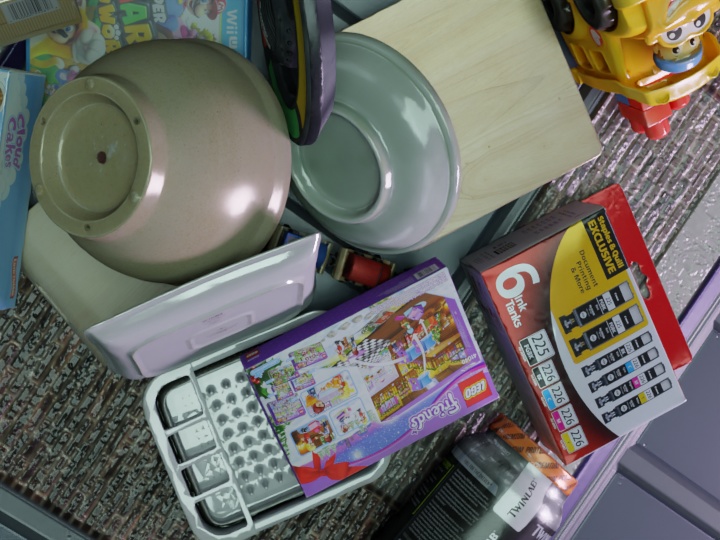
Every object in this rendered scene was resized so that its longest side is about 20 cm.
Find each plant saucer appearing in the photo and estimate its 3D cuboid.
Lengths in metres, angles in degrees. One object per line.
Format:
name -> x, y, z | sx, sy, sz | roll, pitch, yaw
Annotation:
plant saucer -> -0.009, -0.098, 1.136 | 0.050, 0.199, 0.202 | -36, 106, -44

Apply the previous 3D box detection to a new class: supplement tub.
supplement tub -> 0.101, 0.238, 1.236 | 0.122, 0.123, 0.201 | 40, 91, -13

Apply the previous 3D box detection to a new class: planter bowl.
planter bowl -> -0.172, -0.087, 1.046 | 0.198, 0.134, 0.204 | 1, 92, 29

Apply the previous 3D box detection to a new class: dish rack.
dish rack -> -0.085, 0.140, 1.229 | 0.198, 0.044, 0.174 | -22, 101, -6

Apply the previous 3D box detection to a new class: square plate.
square plate -> -0.122, 0.040, 1.116 | 0.198, 0.198, 0.029 | -23, 79, -9

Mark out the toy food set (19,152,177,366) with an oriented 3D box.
toy food set -> -0.198, -0.034, 1.183 | 0.200, 0.060, 0.144 | -41, 91, -3

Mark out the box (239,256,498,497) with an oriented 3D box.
box -> 0.009, 0.095, 1.191 | 0.198, 0.039, 0.138 | -26, 110, -6

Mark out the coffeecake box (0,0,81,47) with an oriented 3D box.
coffeecake box -> -0.327, -0.278, 1.071 | 0.151, 0.073, 0.203 | -18, 76, -6

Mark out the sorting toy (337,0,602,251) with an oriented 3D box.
sorting toy -> 0.084, -0.154, 1.200 | 0.198, 0.070, 0.201 | -26, 102, -4

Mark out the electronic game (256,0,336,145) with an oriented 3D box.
electronic game -> -0.057, -0.198, 1.041 | 0.041, 0.200, 0.203 | -10, 100, -11

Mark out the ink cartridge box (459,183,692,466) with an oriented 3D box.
ink cartridge box -> 0.215, 0.045, 1.246 | 0.174, 0.084, 0.202 | -27, 101, -5

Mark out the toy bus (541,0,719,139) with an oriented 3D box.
toy bus -> 0.248, -0.205, 1.161 | 0.134, 0.200, 0.194 | -25, 109, -8

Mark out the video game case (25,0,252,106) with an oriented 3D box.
video game case -> -0.189, -0.206, 1.138 | 0.197, 0.018, 0.146 | 4, 98, 10

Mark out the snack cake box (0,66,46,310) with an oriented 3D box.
snack cake box -> -0.340, -0.074, 1.122 | 0.113, 0.067, 0.203 | 10, 97, 13

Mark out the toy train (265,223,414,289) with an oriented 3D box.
toy train -> 0.000, 0.000, 1.202 | 0.198, 0.046, 0.035 | 18, 96, -25
